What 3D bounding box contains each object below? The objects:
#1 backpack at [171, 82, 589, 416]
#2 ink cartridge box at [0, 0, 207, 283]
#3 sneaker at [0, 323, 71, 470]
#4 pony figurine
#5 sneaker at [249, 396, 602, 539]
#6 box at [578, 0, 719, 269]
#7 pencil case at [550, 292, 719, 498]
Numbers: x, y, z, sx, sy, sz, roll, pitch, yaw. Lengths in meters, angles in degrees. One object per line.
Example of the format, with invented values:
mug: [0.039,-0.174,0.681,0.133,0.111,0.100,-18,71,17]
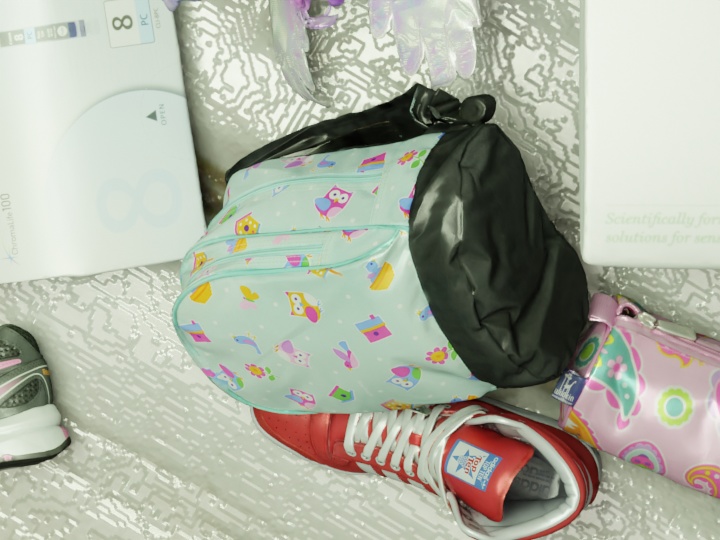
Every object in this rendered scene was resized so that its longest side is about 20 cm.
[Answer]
backpack: [0.000,0.000,1.483,0.200,0.127,0.167,-4,128,32]
ink cartridge box: [-0.190,-0.072,1.526,0.200,0.047,0.160,-10,96,-23]
sneaker: [-0.265,0.076,1.584,0.200,0.080,0.086,-8,83,-2]
pony figurine: [-0.031,-0.185,1.475,0.166,0.200,0.193,-3,90,47]
sneaker: [0.033,0.094,1.527,0.200,0.112,0.071,13,96,4]
box: [0.213,-0.106,1.460,0.199,0.171,0.200,1,95,6]
pencil case: [0.204,0.081,1.522,0.200,0.087,0.088,23,97,2]
